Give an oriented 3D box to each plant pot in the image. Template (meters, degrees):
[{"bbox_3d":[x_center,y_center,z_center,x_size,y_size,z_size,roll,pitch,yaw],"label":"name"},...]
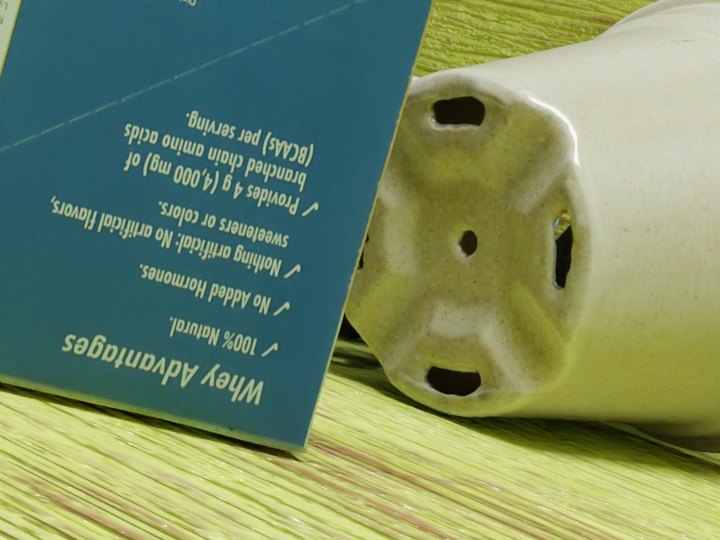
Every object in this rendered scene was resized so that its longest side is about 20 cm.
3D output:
[{"bbox_3d":[0.093,-0.016,0.997,0.200,0.202,0.183,19,16,39],"label":"plant pot"}]

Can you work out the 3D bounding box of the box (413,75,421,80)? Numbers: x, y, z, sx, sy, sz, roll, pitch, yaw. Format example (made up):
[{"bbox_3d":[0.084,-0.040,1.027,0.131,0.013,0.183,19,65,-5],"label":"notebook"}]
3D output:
[{"bbox_3d":[0.006,-0.045,1.337,0.199,0.129,0.109,17,2,8],"label":"box"}]

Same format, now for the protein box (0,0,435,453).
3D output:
[{"bbox_3d":[-0.096,-0.074,0.744,0.198,0.201,0.135,15,4,-20],"label":"protein box"}]

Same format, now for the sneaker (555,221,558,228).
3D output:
[{"bbox_3d":[0.023,-0.016,1.134,0.200,0.078,0.087,-29,80,-41],"label":"sneaker"}]

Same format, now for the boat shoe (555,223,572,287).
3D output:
[{"bbox_3d":[0.139,-0.009,1.121,0.062,0.075,0.200,-6,-25,-46],"label":"boat shoe"}]

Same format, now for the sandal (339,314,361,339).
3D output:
[{"bbox_3d":[0.000,-0.001,1.045,0.200,0.077,0.043,13,5,-46],"label":"sandal"}]
